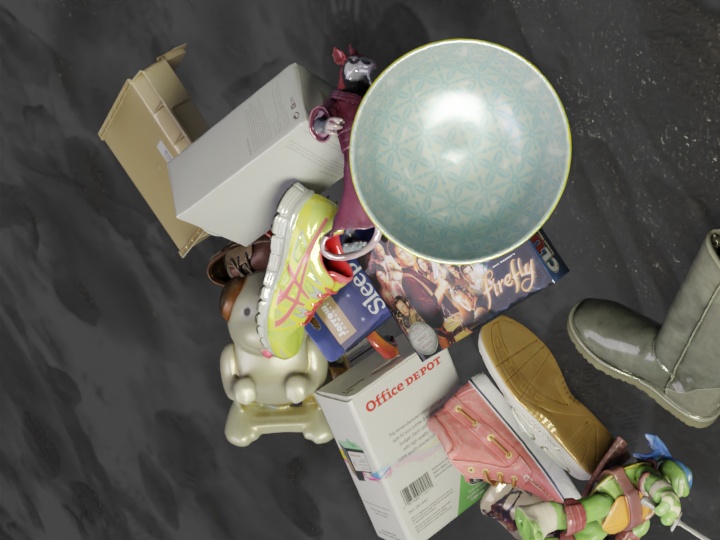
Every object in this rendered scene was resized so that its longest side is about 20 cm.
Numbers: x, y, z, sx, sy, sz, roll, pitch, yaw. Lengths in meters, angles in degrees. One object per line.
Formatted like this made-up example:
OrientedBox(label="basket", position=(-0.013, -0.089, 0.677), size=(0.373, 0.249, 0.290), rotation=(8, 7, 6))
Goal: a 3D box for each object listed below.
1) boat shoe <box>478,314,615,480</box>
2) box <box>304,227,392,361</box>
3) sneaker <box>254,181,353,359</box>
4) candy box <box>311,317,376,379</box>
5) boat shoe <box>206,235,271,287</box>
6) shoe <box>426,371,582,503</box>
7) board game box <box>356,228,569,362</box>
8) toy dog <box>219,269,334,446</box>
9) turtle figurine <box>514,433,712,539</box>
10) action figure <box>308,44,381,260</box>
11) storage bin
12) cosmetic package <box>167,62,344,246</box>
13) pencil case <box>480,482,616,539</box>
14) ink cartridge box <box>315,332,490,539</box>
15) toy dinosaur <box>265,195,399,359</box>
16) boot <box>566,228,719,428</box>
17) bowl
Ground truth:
OrientedBox(label="boat shoe", position=(0.182, 0.139, 1.543), size=(0.201, 0.071, 0.069), rotation=(54, 151, 3))
OrientedBox(label="box", position=(0.000, 0.000, 1.602), size=(0.200, 0.032, 0.122), rotation=(-40, 84, 21))
OrientedBox(label="sneaker", position=(-0.054, 0.012, 1.561), size=(0.089, 0.078, 0.202), rotation=(16, 121, 11))
OrientedBox(label="candy box", position=(-0.023, 0.110, 1.846), size=(0.115, 0.055, 0.202), rotation=(14, 130, 53))
OrientedBox(label="boat shoe", position=(-0.133, -0.008, 1.883), size=(0.076, 0.071, 0.199), rotation=(61, 151, -8))
OrientedBox(label="shoe", position=(0.158, 0.211, 1.604), size=(0.201, 0.091, 0.072), rotation=(50, 180, 23))
OrientedBox(label="board game box", position=(0.098, -0.008, 1.496), size=(0.199, 0.035, 0.136), rotation=(-35, 88, 41))
OrientedBox(label="toy dog", position=(-0.094, 0.086, 1.734), size=(0.138, 0.196, 0.201), rotation=(5, 141, 11))
OrientedBox(label="turtle figurine", position=(0.250, 0.261, 1.400), size=(0.144, 0.192, 0.202), rotation=(133, 122, -75))
OrientedBox(label="action figure", position=(0.012, -0.127, 1.473), size=(0.149, 0.132, 0.202), rotation=(135, 122, -69))
OrientedBox(label="storage bin", position=(-0.218, -0.148, 1.855), size=(0.201, 0.093, 0.198), rotation=(56, 151, 3))
OrientedBox(label="cosmetic package", position=(-0.098, -0.118, 1.573), size=(0.199, 0.112, 0.082), rotation=(-31, 55, 28))
OrientedBox(label="pencil case", position=(0.221, 0.296, 1.629), size=(0.200, 0.077, 0.090), rotation=(40, 125, 27))
OrientedBox(label="ink cartridge box", position=(0.056, 0.193, 1.712), size=(0.084, 0.144, 0.202), rotation=(6, 124, 58))
OrientedBox(label="toy dinosaur", position=(-0.023, 0.020, 1.674), size=(0.105, 0.197, 0.184), rotation=(85, 175, -65))
OrientedBox(label="boot", position=(0.277, 0.035, 1.294), size=(0.181, 0.073, 0.201), rotation=(31, 151, 16))
OrientedBox(label="bowl", position=(0.089, -0.111, 1.363), size=(0.202, 0.199, 0.108), rotation=(60, -176, -6))
